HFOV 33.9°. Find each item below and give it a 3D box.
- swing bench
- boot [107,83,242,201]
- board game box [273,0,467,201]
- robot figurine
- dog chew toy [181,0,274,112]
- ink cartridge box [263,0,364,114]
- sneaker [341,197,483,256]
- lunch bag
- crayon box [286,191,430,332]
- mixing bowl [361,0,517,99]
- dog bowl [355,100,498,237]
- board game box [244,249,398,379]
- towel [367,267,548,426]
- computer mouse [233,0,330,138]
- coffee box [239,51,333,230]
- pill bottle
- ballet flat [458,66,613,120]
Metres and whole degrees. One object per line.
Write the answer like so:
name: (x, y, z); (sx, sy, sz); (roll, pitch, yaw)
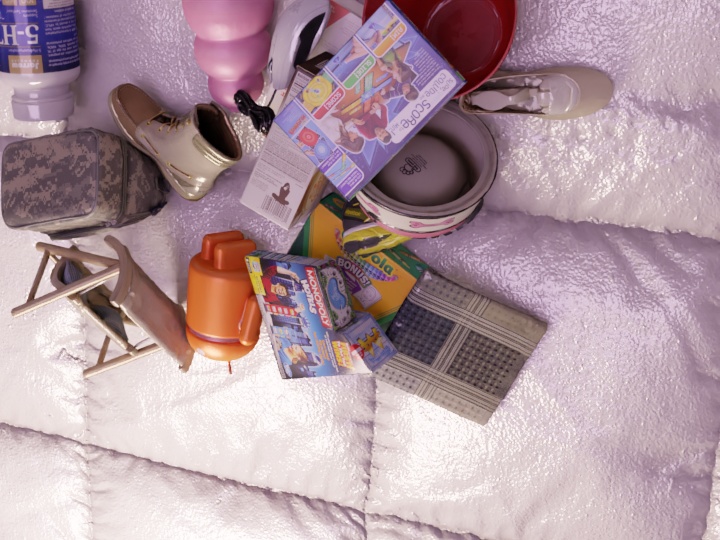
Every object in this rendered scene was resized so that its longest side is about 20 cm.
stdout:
swing bench: (-0.366, 0.054, 1.749); (0.197, 0.131, 0.199); (-6, 143, 24)
boot: (-0.259, -0.205, 1.662); (0.201, 0.072, 0.154); (50, 145, -6)
board game box: (0.011, -0.201, 1.406); (0.200, 0.034, 0.135); (-43, 92, 15)
robot figurine: (-0.197, 0.046, 1.728); (0.142, 0.117, 0.203); (12, 113, 14)
dog chew toy: (-0.174, -0.313, 1.595); (0.123, 0.125, 0.203); (8, 118, 20)
ink cartridge box: (-0.046, -0.262, 1.584); (0.116, 0.067, 0.201); (33, 116, 9)
sneaker: (0.065, -0.087, 1.580); (0.197, 0.075, 0.086); (-15, 70, 2)
lunch bag: (-0.402, -0.120, 1.734); (0.198, 0.167, 0.142); (-8, 82, 26)
crayon box: (0.000, 0.000, 1.660); (0.199, 0.058, 0.119); (38, 118, 7)
mixing bowl: (0.112, -0.303, 1.465); (0.197, 0.108, 0.203); (0, 91, 23)
dog bowl: (0.074, -0.129, 1.516); (0.198, 0.201, 0.074); (27, 149, 12)
board game box: (-0.049, 0.066, 1.622); (0.198, 0.061, 0.202); (8, 122, 42)
towel: (0.132, 0.107, 1.630); (0.198, 0.035, 0.194); (25, 116, -9)
computer mouse: (-0.103, -0.274, 1.520); (0.043, 0.110, 0.201); (16, 114, -32)
coffee box: (-0.068, -0.168, 1.523); (0.079, 0.114, 0.202); (29, 115, 6)
pill bottle: (-0.470, -0.325, 1.715); (0.118, 0.120, 0.203); (6, 110, 21)
ballet flat: (0.215, -0.220, 1.487); (0.197, 0.069, 0.070); (2, 109, 22)
